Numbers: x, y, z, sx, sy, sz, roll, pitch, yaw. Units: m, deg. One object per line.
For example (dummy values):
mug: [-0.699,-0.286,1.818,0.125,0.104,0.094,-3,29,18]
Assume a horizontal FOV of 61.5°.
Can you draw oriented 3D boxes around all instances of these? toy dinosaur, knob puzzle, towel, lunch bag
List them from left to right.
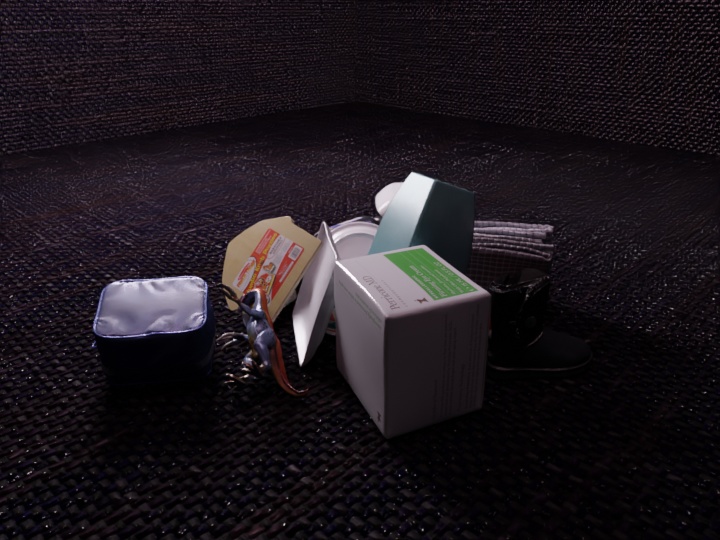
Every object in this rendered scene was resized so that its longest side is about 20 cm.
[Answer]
lunch bag: [-0.336,0.106,0.983,0.195,0.135,0.137,-2,40,-7]
toy dinosaur: [-0.168,0.110,0.995,0.198,0.105,0.183,31,39,-12]
knob puzzle: [-0.176,-0.009,1.108,0.216,0.223,0.030,18,-14,36]
towel: [0.271,-0.003,1.176,0.195,0.168,0.087,5,42,9]

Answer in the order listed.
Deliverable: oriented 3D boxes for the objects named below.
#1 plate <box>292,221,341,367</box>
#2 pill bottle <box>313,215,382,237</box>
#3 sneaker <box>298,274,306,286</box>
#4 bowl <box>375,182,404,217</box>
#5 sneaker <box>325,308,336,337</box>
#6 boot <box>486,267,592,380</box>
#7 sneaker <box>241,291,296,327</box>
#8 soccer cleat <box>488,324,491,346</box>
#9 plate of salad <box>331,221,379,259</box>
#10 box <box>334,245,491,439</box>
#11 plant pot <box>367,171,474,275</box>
plate: [-0.073,0.038,1.068,0.032,0.204,0.200,14,19,-15]
pill bottle: [-0.010,-0.060,1.377,0.110,0.115,0.198,21,31,40]
sneaker: [-0.121,-0.023,1.251,0.066,0.091,0.200,38,0,-7]
bowl: [0.133,-0.134,1.467,0.199,0.075,0.200,38,17,-11]
sneaker: [0.021,0.067,1.112,0.194,0.096,0.071,-1,23,-2]
boot: [0.296,0.084,0.980,0.195,0.172,0.077,-4,23,-11]
sneaker: [-0.176,0.048,1.182,0.097,0.080,0.201,4,25,1]
soccer cleat: [0.209,0.108,1.058,0.197,0.085,0.070,0,59,-44]
plate of salad: [0.000,0.000,1.209,0.195,0.205,0.048,1,-21,-2]
box: [0.069,0.097,0.911,0.168,0.205,0.199,-11,27,-20]
plant pot: [0.114,-0.061,1.077,0.139,0.205,0.141,11,12,-28]
